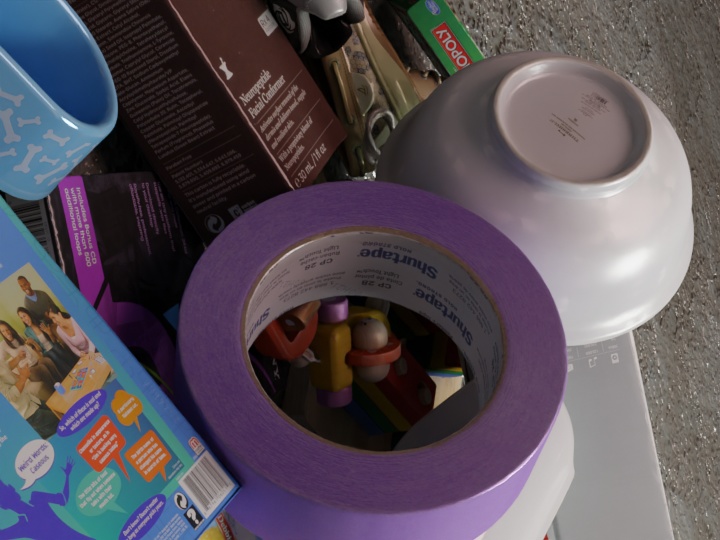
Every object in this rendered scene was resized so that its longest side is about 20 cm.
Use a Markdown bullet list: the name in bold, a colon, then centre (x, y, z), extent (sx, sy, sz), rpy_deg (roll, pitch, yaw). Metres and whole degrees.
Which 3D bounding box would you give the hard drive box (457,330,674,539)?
- **hard drive box**: centre (0.128, 0.095, 1.041), extent (0.156, 0.077, 0.200), rpy_deg (175, -98, -79)

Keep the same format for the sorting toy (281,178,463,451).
- **sorting toy**: centre (0.038, 0.066, 1.124), extent (0.199, 0.070, 0.200), rpy_deg (51, 38, -43)

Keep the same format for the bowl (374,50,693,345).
- **bowl**: centre (0.114, -0.062, 0.942), extent (0.090, 0.201, 0.201), rpy_deg (108, -7, -56)

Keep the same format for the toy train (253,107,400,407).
- **toy train**: centre (0.000, 0.000, 0.968), extent (0.200, 0.056, 0.150), rpy_deg (-53, 138, -33)

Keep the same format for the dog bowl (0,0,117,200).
- **dog bowl**: centre (-0.188, -0.122, 0.744), extent (0.200, 0.050, 0.112), rpy_deg (48, 23, -34)

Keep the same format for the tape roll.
- **tape roll**: centre (0.004, 0.050, 0.830), extent (0.066, 0.200, 0.200), rpy_deg (103, -1, -54)

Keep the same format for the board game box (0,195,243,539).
- **board game box**: centre (-0.159, 0.067, 0.706), extent (0.200, 0.045, 0.152), rpy_deg (52, 33, -6)

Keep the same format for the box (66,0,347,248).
- **box**: centre (-0.097, -0.125, 0.894), extent (0.200, 0.075, 0.100), rpy_deg (55, 29, -16)

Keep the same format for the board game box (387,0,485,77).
- **board game box**: centre (0.075, -0.152, 1.186), extent (0.135, 0.029, 0.200), rpy_deg (54, 5, -11)

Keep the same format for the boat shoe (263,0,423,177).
- **boat shoe**: centre (-0.027, -0.158, 1.046), extent (0.200, 0.063, 0.073), rpy_deg (58, -10, 8)

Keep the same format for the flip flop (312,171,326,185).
- **flip flop**: centre (-0.060, -0.113, 1.016), extent (0.200, 0.058, 0.081), rpy_deg (60, 33, -32)

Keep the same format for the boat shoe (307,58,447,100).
- **boat shoe**: centre (0.035, -0.108, 1.117), extent (0.200, 0.072, 0.076), rpy_deg (48, 2, -7)

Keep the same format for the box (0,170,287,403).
- **box**: centre (-0.114, 0.016, 0.891), extent (0.200, 0.036, 0.143), rpy_deg (-13, 92, -64)

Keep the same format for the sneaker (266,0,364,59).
- **sneaker**: centre (-0.052, -0.184, 0.968), extent (0.116, 0.075, 0.200), rpy_deg (64, -5, -22)

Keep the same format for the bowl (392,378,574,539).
- **bowl**: centre (0.045, 0.159, 0.929), extent (0.075, 0.200, 0.200), rpy_deg (36, 57, -4)

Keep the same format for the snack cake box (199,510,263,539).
- **snack cake box**: centre (-0.086, 0.210, 0.837), extent (0.115, 0.067, 0.200), rpy_deg (-36, 111, -59)
